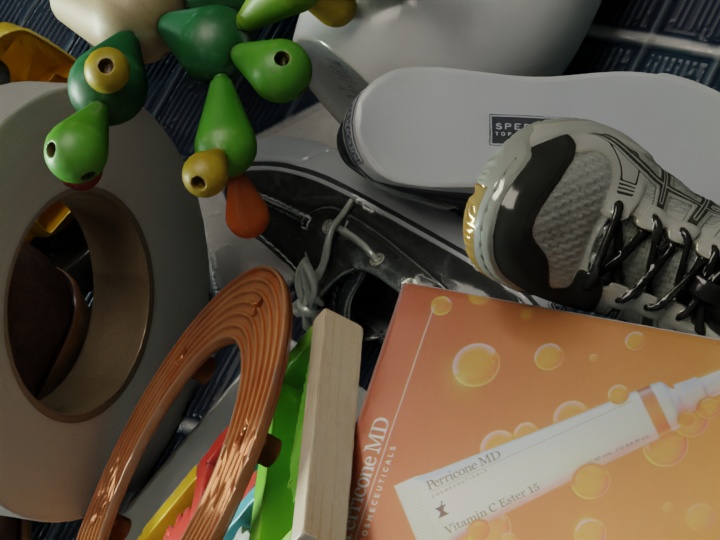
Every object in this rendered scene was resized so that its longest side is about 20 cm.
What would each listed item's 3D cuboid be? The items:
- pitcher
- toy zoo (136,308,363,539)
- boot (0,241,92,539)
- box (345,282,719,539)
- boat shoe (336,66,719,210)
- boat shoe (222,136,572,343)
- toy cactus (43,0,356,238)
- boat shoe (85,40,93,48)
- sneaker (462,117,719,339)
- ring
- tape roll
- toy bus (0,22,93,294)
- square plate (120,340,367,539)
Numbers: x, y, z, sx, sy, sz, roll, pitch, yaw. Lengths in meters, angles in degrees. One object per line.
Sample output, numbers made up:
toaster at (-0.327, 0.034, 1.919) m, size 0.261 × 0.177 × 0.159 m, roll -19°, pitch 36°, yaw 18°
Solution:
pitcher at (0.053, -0.149, 1.226) m, size 0.200 × 0.121 × 0.171 m, roll -44°, pitch 25°, yaw -15°
toy zoo at (-0.062, 0.123, 1.043) m, size 0.200 × 0.020 × 0.131 m, roll -50°, pitch 21°, yaw 35°
boot at (-0.206, 0.068, 1.166) m, size 0.072 × 0.166 × 0.200 m, roll 16°, pitch 69°, yaw 37°
box at (0.101, 0.095, 1.005) m, size 0.200 × 0.098 × 0.125 m, roll 10°, pitch 66°, yaw 21°
boat shoe at (0.088, -0.050, 1.131) m, size 0.200 × 0.068 × 0.072 m, roll 3°, pitch 83°, yaw -10°
boat shoe at (0.001, 0.002, 1.165) m, size 0.199 × 0.074 × 0.068 m, roll 29°, pitch 60°, yaw 29°
toy cactus at (-0.070, -0.099, 1.100) m, size 0.200 × 0.102 × 0.165 m, roll -45°, pitch 42°, yaw -20°
boat shoe at (-0.063, -0.180, 1.311) m, size 0.200 × 0.074 × 0.067 m, roll -40°, pitch 15°, yaw -2°
sneaker at (0.128, -0.006, 1.018) m, size 0.088 × 0.200 × 0.076 m, roll 29°, pitch 100°, yaw 44°
ring at (-0.077, 0.091, 1.066) m, size 0.201 × 0.019 × 0.201 m, roll -52°, pitch 20°, yaw 28°
tape roll at (-0.140, 0.015, 1.148) m, size 0.037 × 0.203 × 0.203 m, roll 4°, pitch 61°, yaw 33°
toy bus at (-0.229, -0.037, 1.288) m, size 0.200 × 0.136 × 0.192 m, roll -50°, pitch 37°, yaw -7°
square plate at (-0.033, 0.148, 1.112) m, size 0.198 × 0.028 × 0.200 m, roll 32°, pitch 77°, yaw 40°
